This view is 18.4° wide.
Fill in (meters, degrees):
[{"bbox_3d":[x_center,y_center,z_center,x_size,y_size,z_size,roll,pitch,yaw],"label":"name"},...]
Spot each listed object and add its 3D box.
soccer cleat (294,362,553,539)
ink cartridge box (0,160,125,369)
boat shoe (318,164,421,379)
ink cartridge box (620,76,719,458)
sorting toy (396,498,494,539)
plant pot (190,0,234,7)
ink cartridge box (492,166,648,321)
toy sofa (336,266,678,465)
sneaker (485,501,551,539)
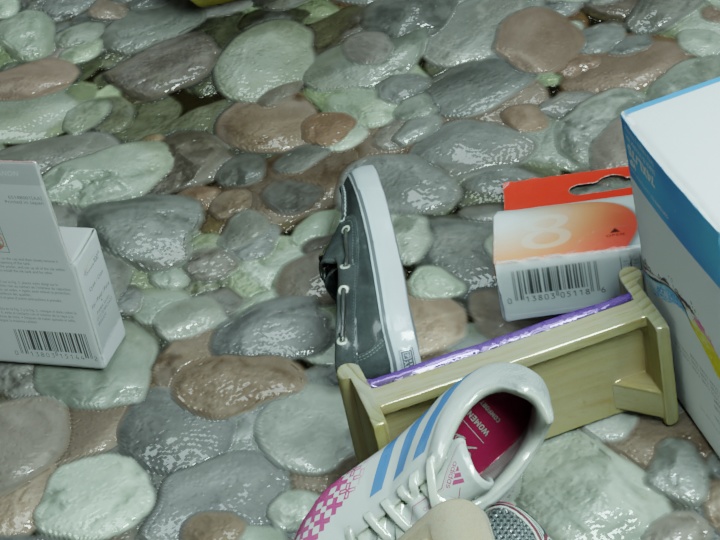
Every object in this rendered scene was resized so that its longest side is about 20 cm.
[{"bbox_3d":[0.030,0.129,1.254,0.200,0.070,0.086,-47,10,-4],"label":"soccer cleat"},{"bbox_3d":[-0.274,-0.017,1.504,0.199,0.177,0.045,3,39,20],"label":"ink cartridge box"},{"bbox_3d":[0.000,0.000,1.491,0.056,0.069,0.201,-13,39,1],"label":"boat shoe"},{"bbox_3d":[0.256,0.000,1.302,0.146,0.201,0.146,-19,36,-8],"label":"ink cartridge box"},{"bbox_3d":[-0.002,0.230,1.147,0.200,0.036,0.186,-41,32,18],"label":"sorting toy"},{"bbox_3d":[-0.115,-0.302,1.841,0.142,0.200,0.200,-43,38,7],"label":"plant pot"},{"bbox_3d":[0.171,-0.042,1.484,0.161,0.050,0.200,-8,30,8],"label":"ink cartridge box"},{"bbox_3d":[0.088,0.067,1.364,0.199,0.083,0.098,-18,38,-7],"label":"toy sofa"},{"bbox_3d":[0.083,0.197,1.204,0.080,0.075,0.200,-8,37,6],"label":"sneaker"}]
